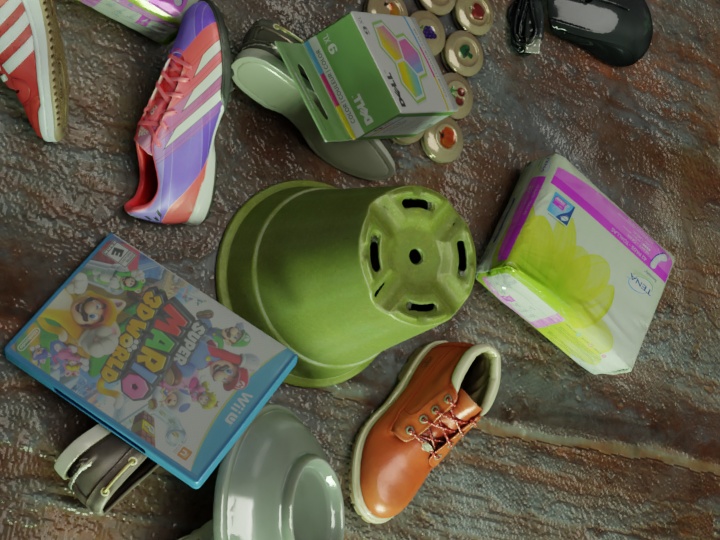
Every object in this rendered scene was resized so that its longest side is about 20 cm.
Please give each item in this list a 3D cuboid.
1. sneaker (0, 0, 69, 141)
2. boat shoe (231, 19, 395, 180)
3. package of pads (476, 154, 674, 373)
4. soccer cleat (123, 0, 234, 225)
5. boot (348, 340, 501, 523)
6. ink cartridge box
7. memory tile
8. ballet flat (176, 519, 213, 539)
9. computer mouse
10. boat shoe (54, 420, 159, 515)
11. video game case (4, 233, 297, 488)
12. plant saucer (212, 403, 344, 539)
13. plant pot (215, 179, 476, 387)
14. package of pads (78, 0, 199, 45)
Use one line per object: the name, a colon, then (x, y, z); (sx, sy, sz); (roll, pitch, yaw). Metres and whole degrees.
sneaker: (-0.310, -0.198, 1.115); (0.112, 0.071, 0.200); (-8, 114, -3)
boat shoe: (-0.035, -0.160, 1.281); (0.202, 0.072, 0.060); (38, 51, -31)
package of pads: (0.228, 0.000, 1.417); (0.200, 0.068, 0.155); (37, 64, -22)
soccer cleat: (-0.159, -0.136, 1.171); (0.073, 0.068, 0.200); (-1, 110, -30)
boot: (0.063, 0.149, 1.276); (0.075, 0.107, 0.200); (39, 66, -23)
ink cartridge box: (0.011, -0.178, 1.239); (0.104, 0.059, 0.200); (64, 26, 5)
memory tile: (0.061, -0.221, 1.386); (0.153, 0.017, 0.200); (23, 71, -27)
ballet flat: (-0.143, 0.269, 1.150); (0.072, 0.072, 0.200); (36, 64, -23)
computer mouse: (0.258, -0.287, 1.500); (0.200, 0.053, 0.139); (13, 75, -30)
boat shoe: (-0.161, 0.132, 1.147); (0.200, 0.072, 0.060); (-33, 73, -28)
video game case: (-0.174, 0.071, 1.128); (0.200, 0.018, 0.143); (33, 62, 10)
plant saucer: (-0.057, 0.214, 1.163); (0.200, 0.050, 0.200); (-6, 90, -66)
plant pot: (0.000, 0.000, 1.209); (0.200, 0.190, 0.200); (5, 80, -31)
package of pads: (-0.221, -0.307, 1.189); (0.200, 0.068, 0.155); (27, 68, -26)
